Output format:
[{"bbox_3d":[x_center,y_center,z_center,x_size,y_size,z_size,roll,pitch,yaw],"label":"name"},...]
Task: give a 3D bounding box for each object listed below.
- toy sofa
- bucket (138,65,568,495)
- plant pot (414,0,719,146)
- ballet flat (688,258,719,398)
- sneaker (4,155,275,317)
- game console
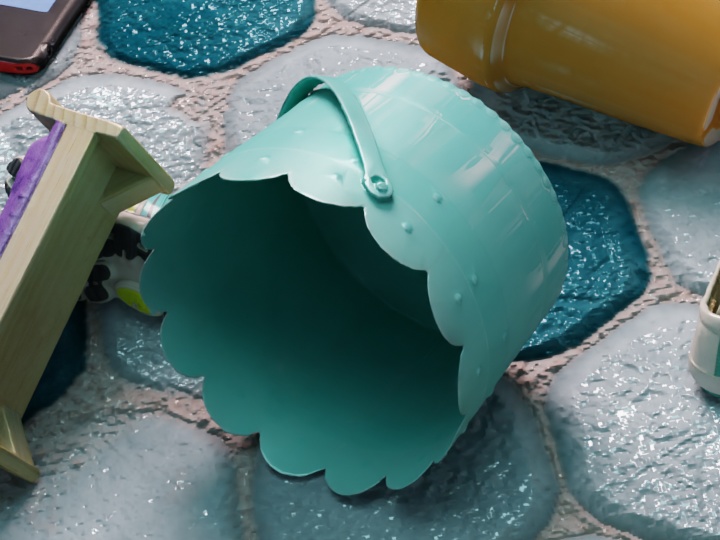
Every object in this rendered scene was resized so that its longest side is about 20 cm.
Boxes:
[{"bbox_3d":[-0.194,0.006,1.093,0.098,0.083,0.200,19,76,23],"label":"toy sofa"},{"bbox_3d":[0.000,0.000,1.040,0.207,0.207,0.135,19,43,27],"label":"bucket"},{"bbox_3d":[0.165,-0.173,1.209,0.183,0.200,0.200,34,57,17],"label":"plant pot"},{"bbox_3d":[0.231,-0.015,1.105,0.069,0.069,0.200,12,47,22],"label":"ballet flat"},{"bbox_3d":[-0.128,-0.018,1.187,0.200,0.078,0.080,23,33,24],"label":"sneaker"},{"bbox_3d":[-0.272,-0.218,1.437,0.177,0.031,0.200,8,47,18],"label":"game console"}]
